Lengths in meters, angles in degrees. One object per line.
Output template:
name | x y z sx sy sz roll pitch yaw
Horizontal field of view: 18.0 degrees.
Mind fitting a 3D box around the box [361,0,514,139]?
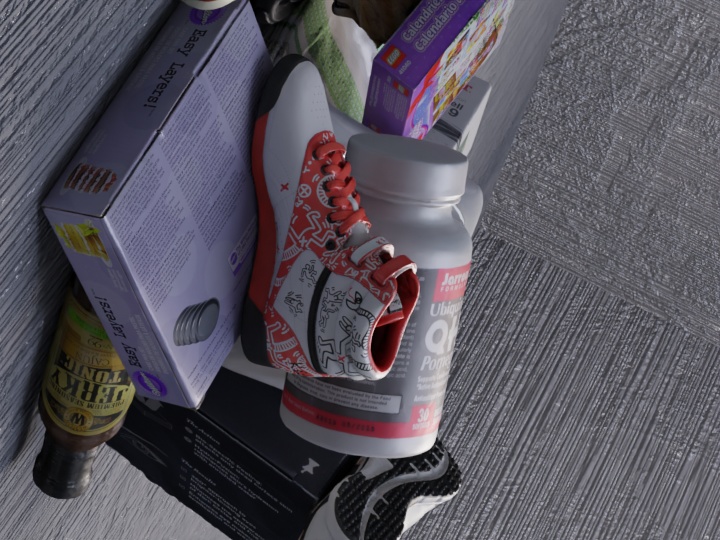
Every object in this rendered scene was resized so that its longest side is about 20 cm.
box | 0.058 -0.159 1.648 0.137 0.039 0.200 -51 174 -14

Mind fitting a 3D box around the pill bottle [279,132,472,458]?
pill bottle | 0.014 0.015 1.522 0.111 0.110 0.201 -43 144 -72

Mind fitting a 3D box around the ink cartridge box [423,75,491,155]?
ink cartridge box | 0.007 -0.107 1.946 0.200 0.145 0.084 -58 171 -44

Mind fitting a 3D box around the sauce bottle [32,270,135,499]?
sauce bottle | -0.179 0.071 1.517 0.065 0.064 0.201 -56 168 -51

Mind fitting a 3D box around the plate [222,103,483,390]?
plate | 0.000 0.000 1.616 0.199 0.032 0.201 26 79 -40

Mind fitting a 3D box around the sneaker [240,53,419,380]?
sneaker | -0.012 -0.030 1.431 0.067 0.107 0.203 -11 109 -61

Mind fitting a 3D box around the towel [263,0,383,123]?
towel | -0.026 -0.132 1.710 0.150 0.031 0.201 62 38 -34

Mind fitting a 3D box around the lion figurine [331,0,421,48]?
lion figurine | 0.036 -0.266 1.616 0.201 0.072 0.123 -65 152 -20

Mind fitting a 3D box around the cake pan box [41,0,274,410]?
cake pan box | -0.103 -0.047 1.422 0.201 0.052 0.185 -61 149 -30

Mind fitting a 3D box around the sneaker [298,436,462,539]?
sneaker | 0.007 0.171 1.672 0.080 0.074 0.200 -45 172 30

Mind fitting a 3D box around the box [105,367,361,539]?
box | -0.088 0.113 1.755 0.118 0.196 0.200 -50 169 -24

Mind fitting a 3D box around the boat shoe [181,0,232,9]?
boat shoe | -0.050 -0.241 1.333 0.200 0.071 0.063 -56 168 -26

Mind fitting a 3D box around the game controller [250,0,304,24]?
game controller | -0.033 -0.244 1.613 0.200 0.042 0.105 -52 153 -62
